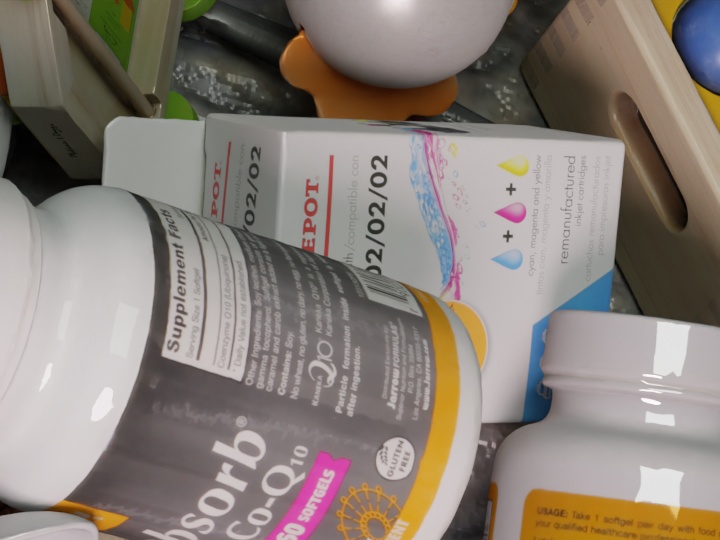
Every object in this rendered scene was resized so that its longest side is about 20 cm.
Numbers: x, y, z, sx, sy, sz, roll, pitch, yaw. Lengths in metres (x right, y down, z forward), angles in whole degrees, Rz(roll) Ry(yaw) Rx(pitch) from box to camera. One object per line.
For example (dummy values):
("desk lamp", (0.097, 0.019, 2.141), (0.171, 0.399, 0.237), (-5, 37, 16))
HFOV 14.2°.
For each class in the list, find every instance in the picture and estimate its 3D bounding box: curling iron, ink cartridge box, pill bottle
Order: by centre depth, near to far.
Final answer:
("pill bottle", (-0.067, 0.037, 0.994), (0.200, 0.116, 0.117), (18, 63, -29))
("pill bottle", (0.100, 0.119, 1.104), (0.111, 0.111, 0.200), (9, 86, -15))
("ink cartridge box", (0.000, 0.000, 1.130), (0.200, 0.068, 0.115), (0, 98, -31))
("curling iron", (0.016, -0.066, 1.226), (0.200, 0.050, 0.026), (25, 62, -1))

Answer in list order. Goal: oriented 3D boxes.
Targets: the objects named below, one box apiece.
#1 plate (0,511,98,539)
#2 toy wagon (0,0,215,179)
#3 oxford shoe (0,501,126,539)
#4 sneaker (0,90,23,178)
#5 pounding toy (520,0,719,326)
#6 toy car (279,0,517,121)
("plate", (-0.196, 0.153, 0.985), (0.200, 0.200, 0.032), (-12, 54, -22))
("toy wagon", (-0.099, -0.139, 1.154), (0.039, 0.155, 0.200), (-1, 66, 17))
("oxford shoe", (-0.100, 0.106, 1.074), (0.074, 0.071, 0.200), (-18, 87, -26))
("sneaker", (-0.136, -0.106, 1.169), (0.083, 0.072, 0.200), (21, 68, -43))
("pounding toy", (0.209, -0.057, 1.226), (0.184, 0.142, 0.200), (-20, 76, -24))
("toy car", (0.040, -0.141, 1.171), (0.177, 0.184, 0.200), (9, 107, -32))
